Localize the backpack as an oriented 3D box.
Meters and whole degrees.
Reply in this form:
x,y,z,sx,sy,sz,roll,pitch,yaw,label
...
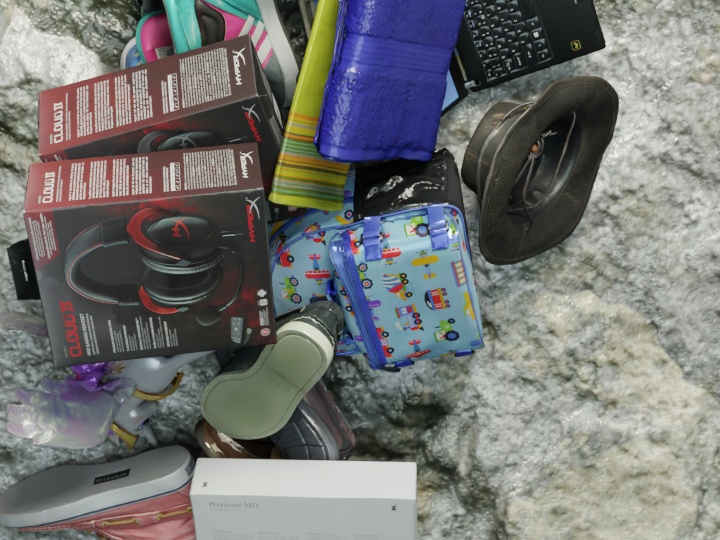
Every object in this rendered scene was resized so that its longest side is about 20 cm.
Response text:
x,y,z,sx,sy,sz,roll,pitch,yaw,label
0.000,0.000,1.164,0.199,0.135,0.183,-8,128,4,backpack

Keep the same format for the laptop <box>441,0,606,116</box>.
x,y,z,sx,sy,sz,roll,pitch,yaw,label
0.091,-0.222,1.107,0.199,0.103,0.178,-17,114,13,laptop

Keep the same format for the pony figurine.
x,y,z,sx,sy,sz,roll,pitch,yaw,label
-0.218,0.080,1.174,0.193,0.167,0.200,24,120,-35,pony figurine

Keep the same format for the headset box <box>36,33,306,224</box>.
x,y,z,sx,sy,sz,roll,pitch,yaw,label
-0.160,-0.092,1.077,0.199,0.077,0.149,-15,141,4,headset box

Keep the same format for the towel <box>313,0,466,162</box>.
x,y,z,sx,sy,sz,roll,pitch,yaw,label
0.025,-0.185,1.042,0.049,0.147,0.201,20,105,31,towel

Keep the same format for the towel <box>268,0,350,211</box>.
x,y,z,sx,sy,sz,roll,pitch,yaw,label
-0.020,-0.146,1.052,0.018,0.086,0.201,22,103,34,towel

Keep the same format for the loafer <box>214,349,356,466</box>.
x,y,z,sx,sy,sz,roll,pitch,yaw,label
-0.074,0.100,1.227,0.072,0.063,0.200,-37,81,34,loafer

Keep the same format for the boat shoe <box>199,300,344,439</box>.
x,y,z,sx,sy,sz,roll,pitch,yaw,label
-0.074,0.083,1.146,0.074,0.066,0.199,36,138,-3,boat shoe

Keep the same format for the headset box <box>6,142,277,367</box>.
x,y,z,sx,sy,sz,roll,pitch,yaw,label
-0.170,-0.010,1.026,0.199,0.075,0.149,-5,124,-6,headset box

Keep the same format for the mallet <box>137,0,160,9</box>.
x,y,z,sx,sy,sz,roll,pitch,yaw,label
-0.100,-0.264,1.140,0.199,0.066,0.041,-17,103,-1,mallet

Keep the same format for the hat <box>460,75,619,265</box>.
x,y,z,sx,sy,sz,roll,pitch,yaw,label
0.142,-0.099,1.176,0.081,0.200,0.201,30,103,32,hat

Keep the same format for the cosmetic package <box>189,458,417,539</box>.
x,y,z,sx,sy,sz,roll,pitch,yaw,label
-0.048,0.242,1.200,0.199,0.052,0.151,1,128,3,cosmetic package

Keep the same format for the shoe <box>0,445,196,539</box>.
x,y,z,sx,sy,sz,roll,pitch,yaw,label
-0.240,0.232,1.246,0.199,0.072,0.091,-14,117,8,shoe

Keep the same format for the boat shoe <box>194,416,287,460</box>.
x,y,z,sx,sy,sz,roll,pitch,yaw,label
-0.069,0.190,1.254,0.200,0.076,0.072,38,94,-21,boat shoe

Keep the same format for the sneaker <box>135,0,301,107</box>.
x,y,z,sx,sy,sz,roll,pitch,yaw,label
-0.124,-0.190,1.106,0.120,0.084,0.200,-27,144,-5,sneaker

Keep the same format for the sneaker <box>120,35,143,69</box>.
x,y,z,sx,sy,sz,roll,pitch,yaw,label
-0.150,-0.115,1.167,0.076,0.077,0.200,-35,106,2,sneaker

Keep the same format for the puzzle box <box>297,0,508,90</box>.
x,y,z,sx,sy,sz,roll,pitch,yaw,label
0.050,-0.219,1.184,0.199,0.025,0.134,-15,105,-1,puzzle box
